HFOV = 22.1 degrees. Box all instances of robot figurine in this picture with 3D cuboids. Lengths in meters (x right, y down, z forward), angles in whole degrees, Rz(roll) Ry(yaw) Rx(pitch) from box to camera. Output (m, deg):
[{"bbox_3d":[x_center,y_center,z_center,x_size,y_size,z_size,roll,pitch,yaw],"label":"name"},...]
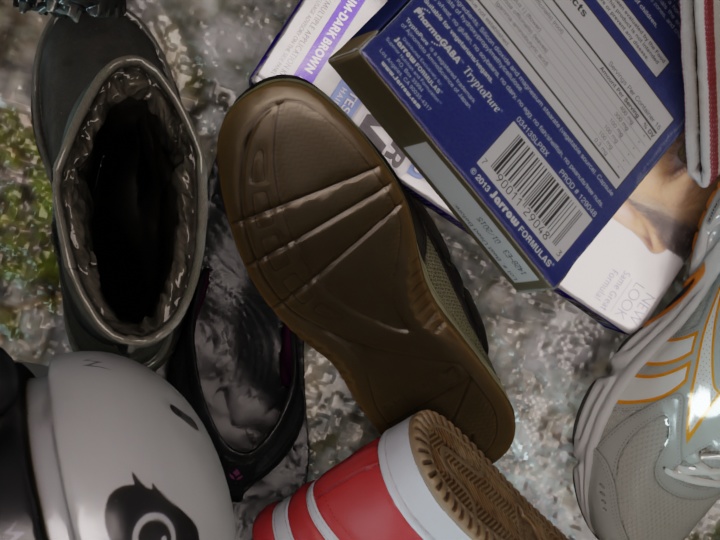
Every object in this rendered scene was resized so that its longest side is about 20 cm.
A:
[{"bbox_3d":[-0.141,0.101,0.625,0.199,0.150,0.126,-14,78,-4],"label":"robot figurine"}]

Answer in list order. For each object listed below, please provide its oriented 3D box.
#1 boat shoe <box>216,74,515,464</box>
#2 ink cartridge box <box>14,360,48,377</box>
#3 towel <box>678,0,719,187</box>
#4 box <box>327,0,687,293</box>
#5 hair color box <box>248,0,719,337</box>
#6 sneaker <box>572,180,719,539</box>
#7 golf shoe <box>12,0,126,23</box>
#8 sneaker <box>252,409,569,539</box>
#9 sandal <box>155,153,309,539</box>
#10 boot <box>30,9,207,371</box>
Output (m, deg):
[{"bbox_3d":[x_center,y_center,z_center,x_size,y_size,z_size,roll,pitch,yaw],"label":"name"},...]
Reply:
[{"bbox_3d":[0.000,0.000,0.777,0.073,0.065,0.201,-25,117,7],"label":"boat shoe"},{"bbox_3d":[-0.200,0.109,0.758,0.198,0.145,0.148,9,94,-4],"label":"ink cartridge box"},{"bbox_3d":[0.186,-0.145,0.744,0.200,0.023,0.145,-43,141,-28],"label":"towel"},{"bbox_3d":[0.091,-0.103,0.737,0.121,0.032,0.200,49,66,-15],"label":"box"},{"bbox_3d":[0.062,-0.071,0.802,0.199,0.065,0.110,33,90,-6],"label":"hair color box"},{"bbox_3d":[0.156,0.050,0.757,0.075,0.092,0.201,8,118,-31],"label":"sneaker"},{"bbox_3d":[-0.143,-0.152,0.665,0.077,0.200,0.095,14,84,31],"label":"golf shoe"},{"bbox_3d":[0.035,0.150,0.807,0.112,0.071,0.200,-28,121,21],"label":"sneaker"},{"bbox_3d":[-0.054,0.035,0.809,0.075,0.048,0.202,7,93,-4],"label":"sandal"},{"bbox_3d":[-0.097,-0.046,0.716,0.072,0.200,0.183,-11,80,-4],"label":"boot"}]
